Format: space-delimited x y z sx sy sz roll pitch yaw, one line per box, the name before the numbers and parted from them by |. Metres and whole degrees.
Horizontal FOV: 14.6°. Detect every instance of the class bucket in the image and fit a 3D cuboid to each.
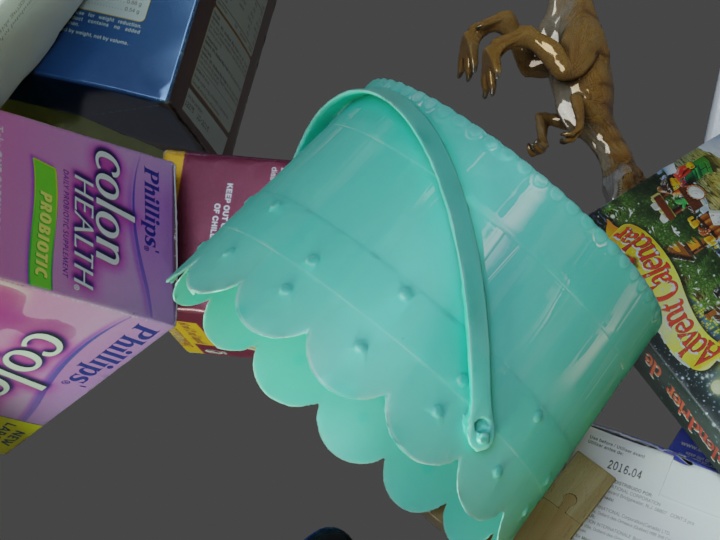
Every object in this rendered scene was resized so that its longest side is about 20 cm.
bucket | 0.028 0.018 1.279 0.207 0.207 0.135 37 80 17

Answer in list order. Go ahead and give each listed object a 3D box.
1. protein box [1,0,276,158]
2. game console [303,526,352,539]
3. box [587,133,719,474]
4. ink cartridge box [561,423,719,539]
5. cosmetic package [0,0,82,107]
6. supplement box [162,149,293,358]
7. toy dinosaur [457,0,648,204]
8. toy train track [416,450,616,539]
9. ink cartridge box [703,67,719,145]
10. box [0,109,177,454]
protein box | -0.150 -0.182 1.504 0.198 0.135 0.200 13 78 13
game console | -0.010 0.251 1.303 0.118 0.171 0.200 -26 112 0
box | 0.208 0.029 1.377 0.137 0.038 0.200 -31 69 -17
ink cartridge box | 0.151 0.165 1.392 0.136 0.076 0.200 20 81 13
cosmetic package | -0.242 -0.170 1.404 0.200 0.081 0.113 33 83 16
supplement box | 0.000 0.000 1.443 0.200 0.110 0.086 5 77 11
toy dinosaur | 0.110 -0.123 1.497 0.106 0.060 0.200 -2 79 -16
toy train track | 0.113 0.166 1.346 0.200 0.033 0.115 37 76 11
ink cartridge box | 0.238 -0.054 1.455 0.119 0.042 0.200 10 74 13
box | -0.220 -0.001 1.389 0.176 0.200 0.097 -35 49 45
